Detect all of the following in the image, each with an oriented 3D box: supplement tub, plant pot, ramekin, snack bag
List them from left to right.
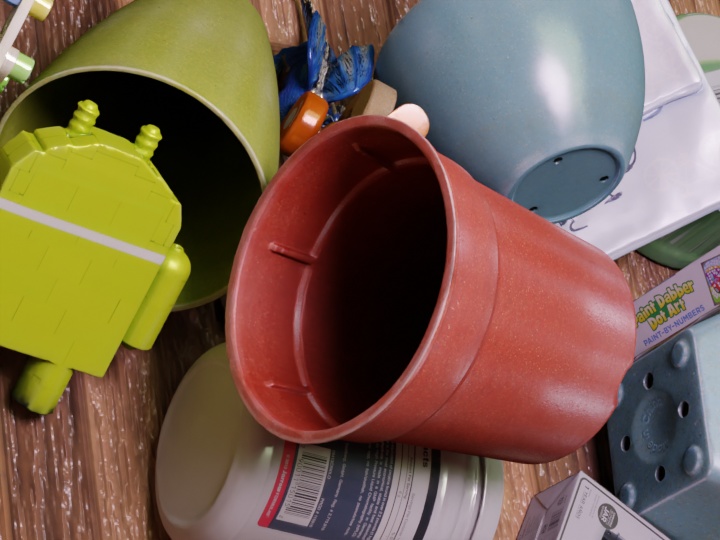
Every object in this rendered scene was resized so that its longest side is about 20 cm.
[{"bbox_3d":[-0.128,-0.106,1.607,0.187,0.187,0.200,39,35,-14],"label":"plant pot"},{"bbox_3d":[-0.021,0.133,1.569,0.199,0.140,0.141,17,58,-30],"label":"supplement tub"},{"bbox_3d":[0.054,0.029,1.480,0.195,0.200,0.202,20,56,-40],"label":"plant pot"},{"bbox_3d":[0.124,-0.112,1.727,0.199,0.200,0.135,4,51,-36],"label":"plant pot"},{"bbox_3d":[0.186,-0.106,1.848,0.188,0.021,0.201,-25,77,0],"label":"snack bag"},{"bbox_3d":[0.272,-0.111,1.945,0.199,0.098,0.201,17,58,-30],"label":"ramekin"},{"bbox_3d":[0.294,0.130,1.779,0.199,0.196,0.197,10,62,-29],"label":"plant pot"}]

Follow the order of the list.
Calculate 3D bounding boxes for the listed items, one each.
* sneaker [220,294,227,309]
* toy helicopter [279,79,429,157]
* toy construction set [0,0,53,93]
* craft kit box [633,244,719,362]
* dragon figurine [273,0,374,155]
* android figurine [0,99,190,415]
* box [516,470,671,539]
[{"bbox_3d":[0.000,0.000,1.689,0.199,0.089,0.079,-16,78,-42],"label":"sneaker"},{"bbox_3d":[-0.023,-0.041,1.572,0.079,0.132,0.201,31,63,-14],"label":"toy helicopter"},{"bbox_3d":[-0.271,-0.092,1.497,0.092,0.131,0.200,40,57,-13],"label":"toy construction set"},{"bbox_3d":[0.297,0.006,1.837,0.199,0.197,0.049,-19,80,-42],"label":"craft kit box"},{"bbox_3d":[-0.029,-0.146,1.735,0.059,0.099,0.201,29,53,-22],"label":"dragon figurine"},{"bbox_3d":[-0.190,-0.009,1.495,0.181,0.201,0.041,18,16,-30],"label":"android figurine"},{"bbox_3d":[0.199,0.252,1.727,0.200,0.060,0.117,37,50,-16],"label":"box"}]
